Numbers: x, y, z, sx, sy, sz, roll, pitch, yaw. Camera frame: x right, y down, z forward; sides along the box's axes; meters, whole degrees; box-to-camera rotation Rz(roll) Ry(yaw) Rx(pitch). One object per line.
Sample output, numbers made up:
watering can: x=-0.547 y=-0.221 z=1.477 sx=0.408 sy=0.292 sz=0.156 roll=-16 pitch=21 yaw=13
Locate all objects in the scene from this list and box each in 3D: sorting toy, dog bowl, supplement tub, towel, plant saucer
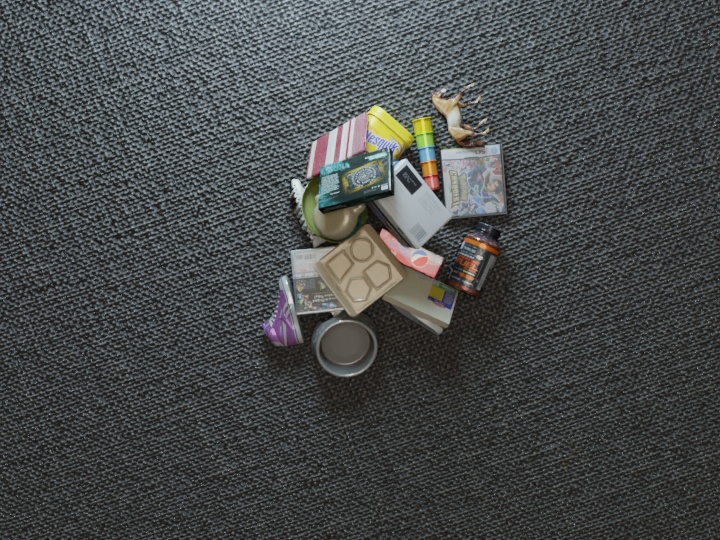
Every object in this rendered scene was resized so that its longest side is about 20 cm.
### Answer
sorting toy: x=0.000 y=0.000 z=1.582 sx=0.200 sy=0.036 sz=0.185 roll=-37 pitch=85 yaw=-4
dog bowl: x=-0.041 y=0.214 z=1.639 sx=0.199 sy=0.059 sz=0.201 roll=-2 pitch=105 yaw=-6
supplement tub: x=0.325 y=-0.032 z=1.625 sx=0.107 sy=0.107 sz=0.201 roll=22 pitch=93 yaw=-2
towel: x=-0.062 y=-0.332 z=1.555 sx=0.199 sy=0.145 sz=0.023 roll=-20 pitch=138 yaw=33
plant saucer: x=-0.076 y=-0.172 z=1.612 sx=0.199 sy=0.031 sz=0.201 roll=5 pitch=79 yaw=-24

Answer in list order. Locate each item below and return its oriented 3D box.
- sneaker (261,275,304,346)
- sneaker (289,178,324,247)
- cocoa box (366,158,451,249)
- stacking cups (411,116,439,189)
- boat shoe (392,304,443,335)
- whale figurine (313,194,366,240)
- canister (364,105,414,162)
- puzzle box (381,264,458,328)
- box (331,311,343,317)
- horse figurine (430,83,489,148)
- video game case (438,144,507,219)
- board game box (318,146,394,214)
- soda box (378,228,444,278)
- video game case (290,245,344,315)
sneaker: x=-0.235 y=0.121 z=1.645 sx=0.114 sy=0.073 sz=0.201 roll=-10 pitch=93 yaw=4
sneaker: x=-0.143 y=-0.168 z=1.632 sx=0.081 sy=0.075 sz=0.201 roll=-23 pitch=94 yaw=-16
cocoa box: x=0.116 y=-0.175 z=1.529 sx=0.133 sy=0.131 sz=0.200 roll=-43 pitch=105 yaw=-7
stacking cups: x=0.193 y=-0.329 z=1.630 sx=0.060 sy=0.061 sz=0.201 roll=-12 pitch=98 yaw=0
boat shoe: x=0.163 y=0.104 z=1.657 sx=0.200 sy=0.072 sz=0.071 roll=36 pitch=73 yaw=-5
whale figurine: x=-0.046 y=-0.178 z=1.536 sx=0.159 sy=0.104 sz=0.201 roll=11 pitch=87 yaw=30
canister: x=0.032 y=-0.328 z=1.596 sx=0.148 sy=0.087 sz=0.200 roll=37 pitch=88 yaw=-14
puzzle box: x=0.171 y=0.069 z=1.623 sx=0.199 sy=0.025 sz=0.133 roll=25 pitch=49 yaw=0
box: x=-0.113 y=0.044 z=1.656 sx=0.041 sy=0.039 sz=0.200 roll=-35 pitch=94 yaw=0
horse figurine: x=0.283 y=-0.425 z=1.606 sx=0.132 sy=0.050 sz=0.201 roll=-17 pitch=99 yaw=27
video game case: x=0.323 y=-0.253 z=1.649 sx=0.180 sy=0.026 sz=0.201 roll=-5 pitch=94 yaw=-1
board game box: x=-0.012 y=-0.227 z=1.453 sx=0.199 sy=0.028 sz=0.136 roll=-11 pitch=61 yaw=22
soda box: x=0.135 y=-0.050 z=1.641 sx=0.199 sy=0.063 sz=0.070 roll=24 pitch=93 yaw=-3
video game case: x=-0.090 y=0.025 z=1.612 sx=0.199 sy=0.023 sz=0.183 roll=-6 pitch=86 yaw=2
